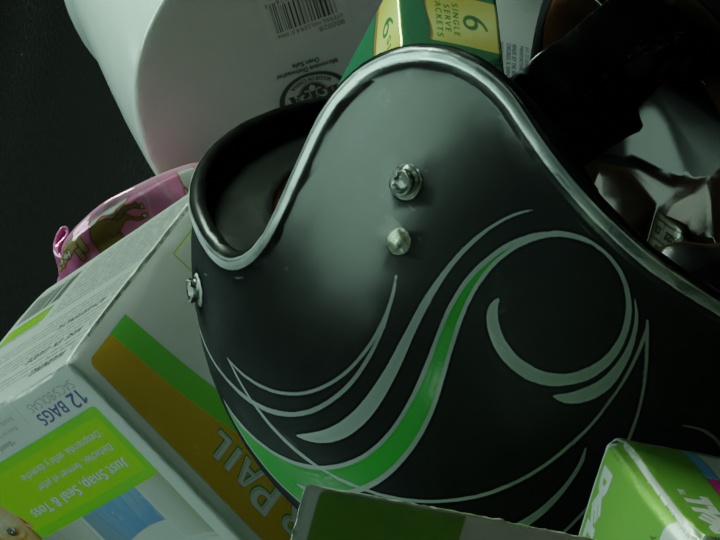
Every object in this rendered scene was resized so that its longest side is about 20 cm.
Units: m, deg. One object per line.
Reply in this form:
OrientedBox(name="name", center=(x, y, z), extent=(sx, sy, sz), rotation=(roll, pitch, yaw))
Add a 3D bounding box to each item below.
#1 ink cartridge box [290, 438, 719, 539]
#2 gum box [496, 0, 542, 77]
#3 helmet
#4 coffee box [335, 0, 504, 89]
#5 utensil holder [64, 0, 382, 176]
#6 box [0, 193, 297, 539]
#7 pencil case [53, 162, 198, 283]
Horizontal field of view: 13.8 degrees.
OrientedBox(name="ink cartridge box", center=(0.056, 0.122, 0.784), extent=(0.076, 0.199, 0.149), rotation=(-121, 45, -67))
OrientedBox(name="gum box", center=(0.052, -0.009, 1.127), extent=(0.114, 0.066, 0.201), rotation=(131, 146, -60))
OrientedBox(name="helmet", center=(0.048, 0.007, 0.895), extent=(0.191, 0.199, 0.201), rotation=(-47, 34, 40))
OrientedBox(name="coffee box", center=(0.000, 0.000, 1.099), extent=(0.200, 0.044, 0.124), rotation=(122, 152, -49))
OrientedBox(name="utensil holder", center=(-0.042, -0.117, 1.357), extent=(0.200, 0.169, 0.171), rotation=(-118, 42, -62))
OrientedBox(name="box", center=(-0.037, 0.088, 1.034), extent=(0.112, 0.200, 0.102), rotation=(-30, 18, 46))
OrientedBox(name="pencil case", center=(-0.046, 0.052, 1.229), extent=(0.083, 0.086, 0.201), rotation=(-43, 74, 39))
